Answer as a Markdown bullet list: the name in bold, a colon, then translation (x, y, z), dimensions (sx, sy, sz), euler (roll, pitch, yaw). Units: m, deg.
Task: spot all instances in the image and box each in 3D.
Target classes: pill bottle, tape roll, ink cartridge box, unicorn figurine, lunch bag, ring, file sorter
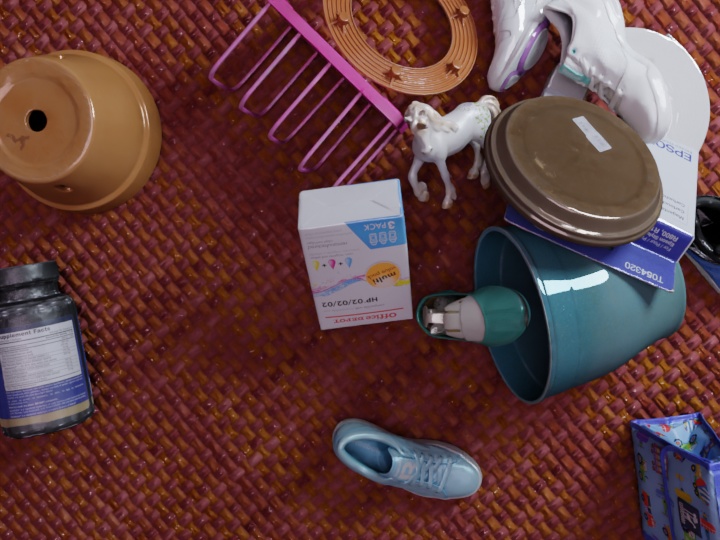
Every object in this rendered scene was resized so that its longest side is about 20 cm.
- **pill bottle**: translation (-0.401, 0.094, 0.935), dimensions (0.110, 0.112, 0.203), euler (-9, 93, 4)
- **tape roll**: translation (0.316, -0.189, 0.915), dimensions (0.200, 0.037, 0.206), euler (0, 93, 3)
- **ink cartridge box**: translation (0.268, -0.096, 0.825), dimensions (0.194, 0.044, 0.201), euler (23, 50, 0)
- **unicorn figurine**: translation (0.100, -0.144, 0.866), dimensions (0.073, 0.200, 0.139), euler (14, 129, 32)
- **lunch bag**: translation (0.389, 0.265, 0.861), dimensions (0.093, 0.200, 0.153), euler (-7, 93, 3)
- **ring**: translation (0.051, -0.294, 0.877), dimensions (0.198, 0.019, 0.203), euler (8, 68, -20)
- **file sorter**: translation (-0.059, -0.196, 0.886), dimensions (0.200, 0.139, 0.126), euler (44, 98, -1)
- **ink cartridge box**: translation (0.000, 0.000, 0.874), dimensions (0.113, 0.068, 0.202), euler (-7, 134, 3)

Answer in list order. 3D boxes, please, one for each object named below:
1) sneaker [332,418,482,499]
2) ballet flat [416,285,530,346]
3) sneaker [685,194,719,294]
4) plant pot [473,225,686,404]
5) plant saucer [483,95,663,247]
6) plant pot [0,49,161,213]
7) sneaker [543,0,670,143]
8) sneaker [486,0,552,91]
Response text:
- **sneaker**: translation (0.056, 0.245, 0.936), dimensions (0.197, 0.082, 0.075), euler (15, 95, 2)
- **ballet flat**: translation (0.116, 0.055, 0.860), dimensions (0.069, 0.200, 0.068), euler (-11, 91, -18)
- **sneaker**: translation (0.442, -0.017, 0.883), dimensions (0.200, 0.111, 0.077), euler (42, 95, -1)
- **plant pot**: translation (0.253, 0.030, 0.865), dimensions (0.185, 0.200, 0.203), euler (-13, 93, -11)
- **plant saucer**: translation (0.224, -0.112, 0.782), dimensions (0.197, 0.030, 0.202), euler (7, 53, -10)
- **plant pot**: translation (-0.353, -0.170, 0.901), dimensions (0.197, 0.140, 0.203), euler (0, 94, 2)
- **sneaker**: translation (0.267, -0.223, 0.847), dimensions (0.087, 0.075, 0.202), euler (-18, 73, -14)
- **sneaker**: translation (0.184, -0.315, 0.907), dimensions (0.099, 0.075, 0.202), euler (23, 95, 20)
